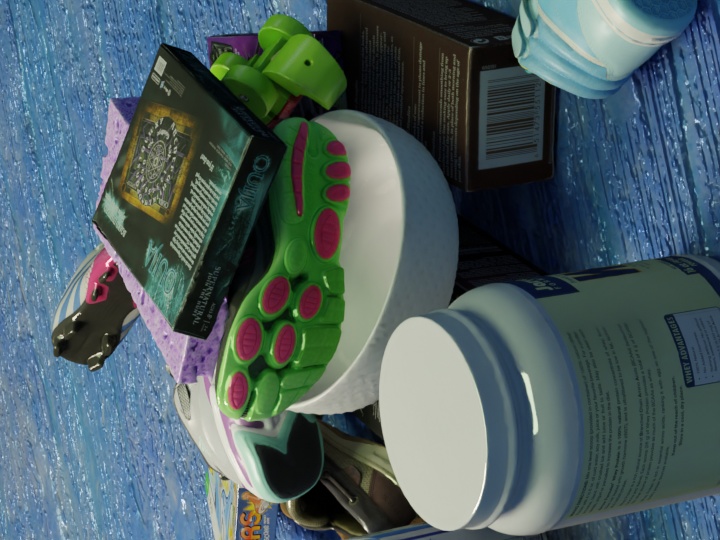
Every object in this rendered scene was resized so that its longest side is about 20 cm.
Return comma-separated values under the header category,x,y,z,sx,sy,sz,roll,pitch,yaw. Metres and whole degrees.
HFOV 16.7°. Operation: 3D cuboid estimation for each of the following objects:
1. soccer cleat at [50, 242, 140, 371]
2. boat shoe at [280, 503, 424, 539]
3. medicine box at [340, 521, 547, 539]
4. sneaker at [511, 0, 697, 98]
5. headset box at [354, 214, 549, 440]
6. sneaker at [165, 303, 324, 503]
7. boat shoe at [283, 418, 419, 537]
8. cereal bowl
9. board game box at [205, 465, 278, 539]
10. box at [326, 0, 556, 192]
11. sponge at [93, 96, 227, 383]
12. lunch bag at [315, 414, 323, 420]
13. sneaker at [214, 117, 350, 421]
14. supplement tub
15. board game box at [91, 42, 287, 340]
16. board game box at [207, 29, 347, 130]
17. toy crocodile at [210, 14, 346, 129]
category,x,y,z,sx,sy,sz,roll,pitch,yaw
soccer cleat,-0.181,-0.002,1.881,0.200,0.070,0.087,-42,32,43
boat shoe,0.015,0.178,1.831,0.200,0.063,0.073,20,89,57
medicine box,0.050,0.267,1.616,0.103,0.182,0.201,-17,82,37
sneaker,0.119,-0.193,1.489,0.131,0.079,0.200,-55,49,52
headset box,0.078,0.066,1.642,0.200,0.077,0.149,34,126,54
sneaker,-0.098,0.061,1.743,0.140,0.078,0.201,6,103,55
boat shoe,-0.029,0.154,1.771,0.200,0.065,0.072,12,134,52
cereal bowl,0.000,0.000,1.603,0.200,0.083,0.201,-26,57,50
board game box,-0.097,0.168,1.990,0.200,0.034,0.136,-110,23,-64
box,0.051,-0.127,1.646,0.200,0.075,0.100,31,125,54
sponge,-0.139,-0.024,1.710,0.200,0.030,0.112,-124,38,-48
lunch bag,-0.073,0.019,1.877,0.200,0.117,0.164,56,137,34
sneaker,-0.054,0.004,1.552,0.084,0.077,0.201,-23,50,56
supplement tub,0.126,0.073,1.417,0.145,0.200,0.145,26,120,58
board game box,-0.115,-0.055,1.584,0.136,0.028,0.200,-67,28,13
board game box,-0.053,-0.068,1.731,0.120,0.032,0.201,5,103,51
toy crocodile,-0.074,-0.117,1.665,0.062,0.068,0.200,42,149,-13
